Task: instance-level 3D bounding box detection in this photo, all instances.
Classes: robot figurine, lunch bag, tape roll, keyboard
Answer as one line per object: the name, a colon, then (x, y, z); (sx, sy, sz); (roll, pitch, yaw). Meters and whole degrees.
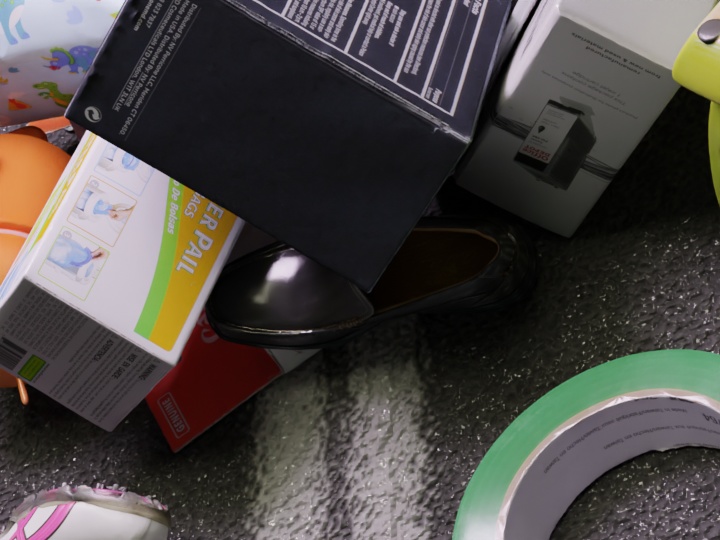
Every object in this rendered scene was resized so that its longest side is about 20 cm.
robot figurine: (-0.227, -0.008, 1.600); (0.116, 0.144, 0.200); (11, 38, -11)
lunch bag: (-0.188, -0.210, 1.626); (0.169, 0.127, 0.201); (-6, 65, 17)
tape roll: (0.146, 0.134, 1.297); (0.200, 0.048, 0.201); (-20, 43, 19)
keyboard: (0.082, -0.126, 1.518); (0.201, 0.011, 0.056); (-63, -3, 24)

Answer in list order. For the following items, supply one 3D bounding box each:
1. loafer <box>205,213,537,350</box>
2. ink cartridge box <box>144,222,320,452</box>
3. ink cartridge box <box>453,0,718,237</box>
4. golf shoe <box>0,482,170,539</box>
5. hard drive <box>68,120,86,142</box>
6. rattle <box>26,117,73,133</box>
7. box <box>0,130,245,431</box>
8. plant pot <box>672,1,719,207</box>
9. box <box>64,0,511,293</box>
loafer: (0.000, 0.000, 1.467); (0.199, 0.072, 0.073); (-13, 78, 10)
ink cartridge box: (-0.087, -0.003, 1.595); (0.173, 0.044, 0.200); (-35, 40, 0)
ink cartridge box: (0.139, -0.132, 1.444); (0.083, 0.200, 0.147); (26, 61, -2)
golf shoe: (-0.189, 0.182, 1.477); (0.199, 0.072, 0.093); (-19, 60, 33)
hard drive: (-0.115, -0.158, 1.695); (0.199, 0.132, 0.026); (-23, 14, 13)
rattle: (-0.120, -0.146, 1.765); (0.201, 0.143, 0.130); (-59, 10, -3)
box: (-0.133, -0.026, 1.503); (0.112, 0.101, 0.201); (-44, 18, 54)
plant pot: (0.292, -0.094, 1.310); (0.200, 0.182, 0.199); (-47, 42, -11)
box: (-0.036, -0.120, 1.425); (0.123, 0.198, 0.200); (-58, 6, 29)
